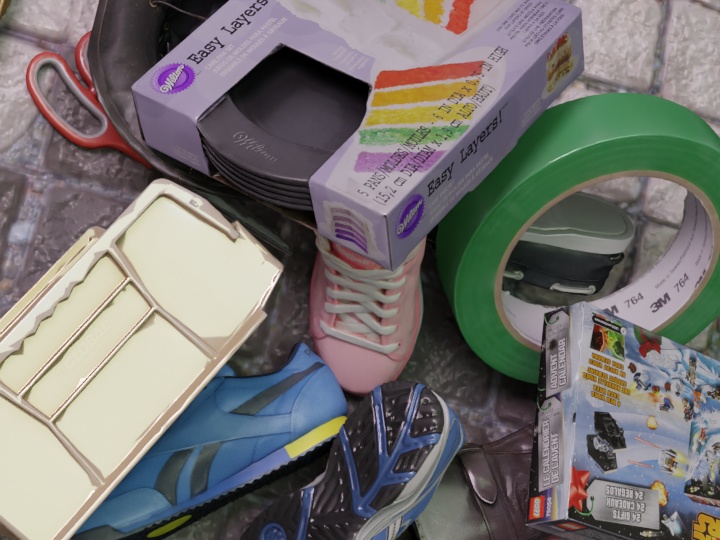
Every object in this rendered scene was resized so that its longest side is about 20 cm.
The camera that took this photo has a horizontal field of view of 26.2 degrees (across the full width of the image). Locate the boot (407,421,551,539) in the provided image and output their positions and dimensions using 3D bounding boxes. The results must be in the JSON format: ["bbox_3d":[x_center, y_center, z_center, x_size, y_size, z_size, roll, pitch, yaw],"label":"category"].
[{"bbox_3d":[0.120,0.182,1.020,0.173,0.069,0.201,-25,88,-14],"label":"boot"}]

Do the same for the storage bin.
[{"bbox_3d":[-0.157,0.052,0.863,0.094,0.200,0.199,44,72,-10],"label":"storage bin"}]

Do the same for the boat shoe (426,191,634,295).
[{"bbox_3d":[0.081,-0.024,1.024,0.199,0.076,0.061,13,124,-11],"label":"boat shoe"}]

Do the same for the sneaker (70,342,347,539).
[{"bbox_3d":[-0.102,0.110,0.952,0.199,0.066,0.079,-26,79,-20],"label":"sneaker"}]

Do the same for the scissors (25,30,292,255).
[{"bbox_3d":[-0.130,-0.067,0.988,0.073,0.014,0.200,-42,98,-21],"label":"scissors"}]

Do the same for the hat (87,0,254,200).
[{"bbox_3d":[-0.083,-0.127,0.970,0.199,0.081,0.202,6,70,-18],"label":"hat"}]

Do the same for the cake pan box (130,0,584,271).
[{"bbox_3d":[-0.002,-0.106,0.872,0.184,0.052,0.200,28,58,29],"label":"cake pan box"}]

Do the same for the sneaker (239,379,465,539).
[{"bbox_3d":[-0.007,0.157,0.952,0.200,0.077,0.076,-46,62,10],"label":"sneaker"}]

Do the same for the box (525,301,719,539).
[{"bbox_3d":[0.193,0.117,0.980,0.199,0.040,0.138,23,63,-31],"label":"box"}]

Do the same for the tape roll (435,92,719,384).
[{"bbox_3d":[0.149,-0.015,0.975,0.199,0.048,0.201,-9,131,-11],"label":"tape roll"}]

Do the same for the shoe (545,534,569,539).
[{"bbox_3d":[0.120,0.261,0.969,0.091,0.072,0.201,-19,106,6],"label":"shoe"}]

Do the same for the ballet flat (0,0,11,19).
[{"bbox_3d":[-0.257,-0.126,0.924,0.068,0.063,0.201,20,78,-15],"label":"ballet flat"}]

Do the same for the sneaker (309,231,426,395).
[{"bbox_3d":[0.000,0.000,0.936,0.075,0.105,0.201,17,115,11],"label":"sneaker"}]
